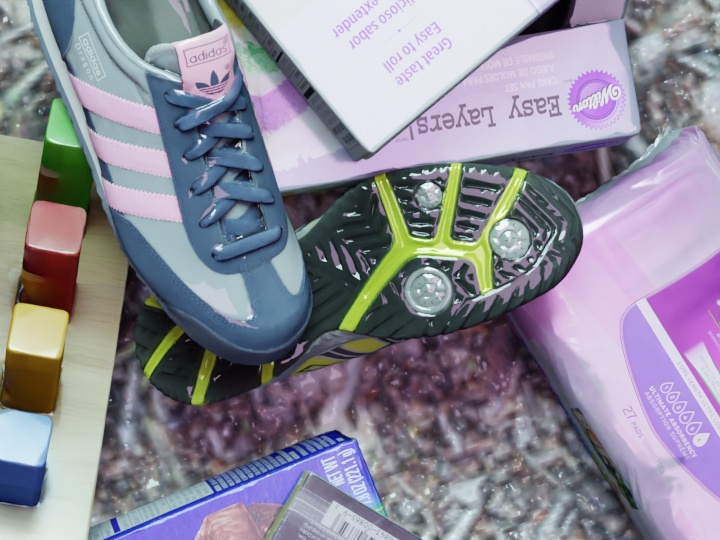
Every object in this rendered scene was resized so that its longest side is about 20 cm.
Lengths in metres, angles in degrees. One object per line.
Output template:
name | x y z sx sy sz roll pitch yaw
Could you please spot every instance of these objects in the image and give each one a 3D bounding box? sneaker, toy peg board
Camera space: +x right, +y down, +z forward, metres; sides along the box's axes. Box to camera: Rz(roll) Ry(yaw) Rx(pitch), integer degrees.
sneaker | -0.070 -0.057 0.908 0.070 0.082 0.200 -29 92 -30
toy peg board | -0.198 0.007 0.940 0.199 0.098 0.200 9 61 -7
sneaker | 0.000 0.000 0.989 0.199 0.076 0.076 -16 91 11

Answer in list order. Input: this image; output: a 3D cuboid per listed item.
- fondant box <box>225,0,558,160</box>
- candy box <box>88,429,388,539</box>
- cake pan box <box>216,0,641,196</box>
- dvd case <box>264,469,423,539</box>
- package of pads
fondant box | -0.006 -0.167 0.935 0.144 0.058 0.200 -40 94 -6
candy box | -0.067 0.184 0.992 0.200 0.077 0.169 -22 91 -7
cake pan box | 0.018 -0.132 0.990 0.199 0.052 0.185 -8 92 -6
dvd case | -0.011 0.207 0.953 0.148 0.016 0.200 32 83 -9
package of pads | 0.152 0.045 1.030 0.120 0.076 0.200 -33 91 -5
